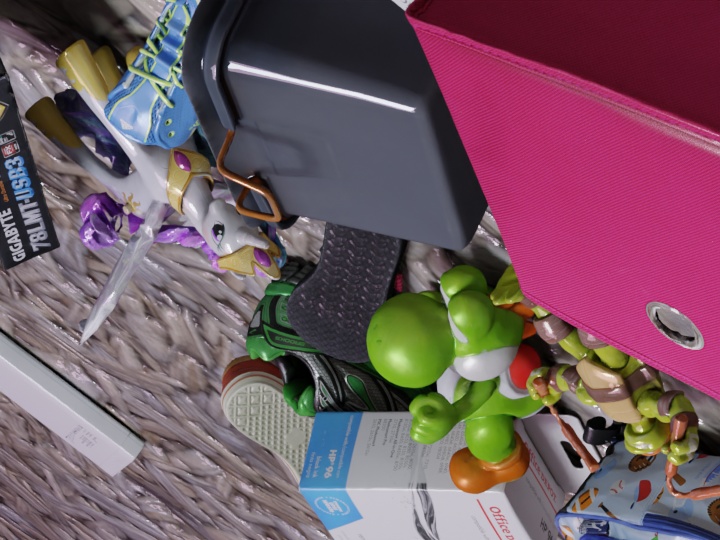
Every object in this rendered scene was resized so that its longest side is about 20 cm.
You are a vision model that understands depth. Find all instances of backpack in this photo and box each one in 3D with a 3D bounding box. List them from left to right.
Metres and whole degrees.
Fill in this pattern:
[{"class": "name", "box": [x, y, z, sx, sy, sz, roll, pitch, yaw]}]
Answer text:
[{"class": "backpack", "box": [0.231, 0.200, 1.710, 0.190, 0.154, 0.200, -9, 130, 51]}]

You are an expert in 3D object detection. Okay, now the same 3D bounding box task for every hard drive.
[{"class": "hard drive", "box": [-0.314, 0.132, 2.692, 0.200, 0.027, 0.132, 37, 162, -5]}]

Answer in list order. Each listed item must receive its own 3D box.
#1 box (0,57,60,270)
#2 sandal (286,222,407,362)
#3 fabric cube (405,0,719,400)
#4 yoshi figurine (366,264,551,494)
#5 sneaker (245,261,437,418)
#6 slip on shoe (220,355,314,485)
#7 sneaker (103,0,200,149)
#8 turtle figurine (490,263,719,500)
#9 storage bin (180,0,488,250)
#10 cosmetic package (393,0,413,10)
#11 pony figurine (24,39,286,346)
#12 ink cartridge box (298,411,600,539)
[{"class": "box", "box": [-0.266, -0.134, 1.752, 0.199, 0.049, 0.201, 82, 163, -58]}, {"class": "sandal", "box": [0.000, 0.000, 1.805, 0.075, 0.045, 0.200, 29, 146, 5]}, {"class": "fabric cube", "box": [0.168, -0.079, 1.050, 0.196, 0.200, 0.200, 26, 159, 31]}, {"class": "yoshi figurine", "box": [0.057, 0.065, 1.751, 0.112, 0.112, 0.200, 34, 160, 28]}, {"class": "sneaker", "box": [-0.013, 0.086, 1.952, 0.200, 0.085, 0.078, 44, 160, -25]}, {"class": "slip on shoe", "box": [-0.042, 0.135, 2.171, 0.200, 0.074, 0.061, 41, -164, -32]}, {"class": "sneaker", "box": [-0.097, -0.124, 1.563, 0.076, 0.105, 0.200, 35, 162, 4]}, {"class": "turtle figurine", "box": [0.158, 0.062, 1.623, 0.162, 0.064, 0.200, 56, 163, -28]}, {"class": "storage bin", "box": [-0.001, -0.089, 1.449, 0.134, 0.146, 0.200, 17, 156, 21]}, {"class": "cosmetic package", "box": [0.051, -0.183, 1.209, 0.101, 0.071, 0.200, 38, 162, -5]}, {"class": "pony figurine", "box": [-0.138, -0.051, 1.784, 0.200, 0.166, 0.193, 52, 154, 2]}, {"class": "ink cartridge box", "box": [0.071, 0.157, 1.892, 0.199, 0.068, 0.116, -2, 146, 24]}]
